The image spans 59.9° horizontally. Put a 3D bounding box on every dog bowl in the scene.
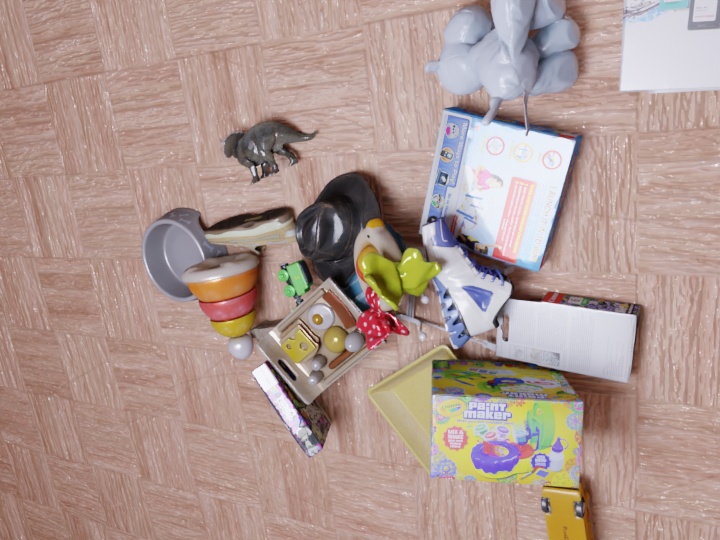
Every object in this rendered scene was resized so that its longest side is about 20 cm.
[{"bbox_3d":[-0.367,-0.026,1.285,0.200,0.059,0.201,9,111,26],"label":"dog bowl"}]

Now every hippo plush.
[{"bbox_3d":[0.190,-0.285,0.855,0.161,0.159,0.201,21,104,55],"label":"hippo plush"}]

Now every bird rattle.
[{"bbox_3d":[0.039,0.014,0.946,0.200,0.112,0.163,103,147,-61],"label":"bird rattle"}]

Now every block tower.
[{"bbox_3d":[-0.115,0.119,1.197,0.200,0.054,0.058,-9,102,32],"label":"block tower"}]

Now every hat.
[{"bbox_3d":[-0.058,-0.074,1.044,0.200,0.081,0.201,-9,79,50],"label":"hat"}]

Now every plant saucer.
[{"bbox_3d":[0.142,0.239,1.094,0.200,0.048,0.200,-38,90,34],"label":"plant saucer"}]

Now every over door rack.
[{"bbox_3d":[0.141,0.044,1.019,0.200,0.067,0.148,13,114,25],"label":"over door rack"}]

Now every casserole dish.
[{"bbox_3d":[0.000,0.000,1.065,0.200,0.039,0.121,-37,64,41],"label":"casserole dish"}]

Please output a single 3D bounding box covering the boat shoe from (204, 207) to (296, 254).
[{"bbox_3d":[-0.207,-0.063,1.180,0.200,0.072,0.076,-4,121,32],"label":"boat shoe"}]

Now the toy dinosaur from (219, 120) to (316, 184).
[{"bbox_3d":[-0.172,-0.217,1.098,0.200,0.077,0.102,-17,105,36],"label":"toy dinosaur"}]

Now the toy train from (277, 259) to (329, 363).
[{"bbox_3d":[-0.087,0.074,1.112,0.056,0.042,0.200,-20,97,22],"label":"toy train"}]

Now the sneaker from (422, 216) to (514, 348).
[{"bbox_3d":[0.165,0.009,0.936,0.115,0.081,0.200,-17,99,8],"label":"sneaker"}]

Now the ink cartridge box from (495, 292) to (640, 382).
[{"bbox_3d":[0.311,0.094,0.952,0.200,0.050,0.109,9,112,28],"label":"ink cartridge box"}]

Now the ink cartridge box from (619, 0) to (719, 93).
[{"bbox_3d":[0.383,-0.311,0.710,0.146,0.147,0.200,6,111,27],"label":"ink cartridge box"}]

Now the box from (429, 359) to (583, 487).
[{"bbox_3d":[0.203,0.216,0.924,0.199,0.193,0.122,2,96,7],"label":"box"}]

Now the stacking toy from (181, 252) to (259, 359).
[{"bbox_3d":[-0.245,0.076,1.180,0.146,0.146,0.200,-4,104,30],"label":"stacking toy"}]

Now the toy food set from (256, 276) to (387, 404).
[{"bbox_3d":[-0.069,0.122,1.061,0.200,0.060,0.144,-41,91,24],"label":"toy food set"}]

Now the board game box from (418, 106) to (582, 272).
[{"bbox_3d":[0.202,-0.124,0.932,0.195,0.056,0.200,20,116,22],"label":"board game box"}]

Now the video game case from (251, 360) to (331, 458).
[{"bbox_3d":[-0.123,0.241,1.168,0.036,0.200,0.181,-35,88,1],"label":"video game case"}]

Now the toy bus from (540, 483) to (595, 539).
[{"bbox_3d":[0.349,0.432,1.032,0.065,0.078,0.200,-4,105,31],"label":"toy bus"}]
